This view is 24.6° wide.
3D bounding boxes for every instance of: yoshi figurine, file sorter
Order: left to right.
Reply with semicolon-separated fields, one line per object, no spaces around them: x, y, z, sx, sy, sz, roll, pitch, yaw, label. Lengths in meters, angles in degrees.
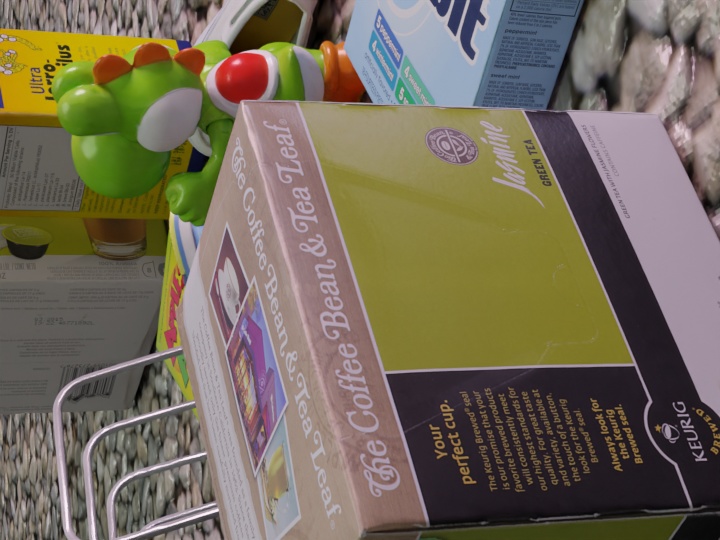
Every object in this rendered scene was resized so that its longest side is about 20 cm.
-0.091;-0.087;0.995;0.112;0.198;0.113;-146;59;-63;yoshi figurine
-0.087;0.157;0.970;0.140;0.123;0.201;-107;0;-47;file sorter

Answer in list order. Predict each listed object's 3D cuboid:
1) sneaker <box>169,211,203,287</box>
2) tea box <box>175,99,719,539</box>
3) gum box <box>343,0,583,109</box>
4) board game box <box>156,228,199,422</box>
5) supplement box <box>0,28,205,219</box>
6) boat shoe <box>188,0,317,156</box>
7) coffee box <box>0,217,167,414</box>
-0.056;0.036;1.066;0.074;0.081;0.202;-51;-58;-78;sneaker
0.046;0.049;0.655;0.134;0.194;0.201;114;149;-44;tea box
0.055;-0.156;0.838;0.171;0.044;0.202;-115;34;-48;gum box
-0.101;0.051;1.218;0.200;0.047;0.103;-133;48;-60;board game box
-0.233;-0.119;1.352;0.110;0.198;0.110;-111;31;-41;supplement box
-0.076;-0.127;1.119;0.202;0.074;0.087;126;156;-46;boat shoe
-0.298;-0.007;1.510;0.201;0.197;0.199;115;148;-46;coffee box
